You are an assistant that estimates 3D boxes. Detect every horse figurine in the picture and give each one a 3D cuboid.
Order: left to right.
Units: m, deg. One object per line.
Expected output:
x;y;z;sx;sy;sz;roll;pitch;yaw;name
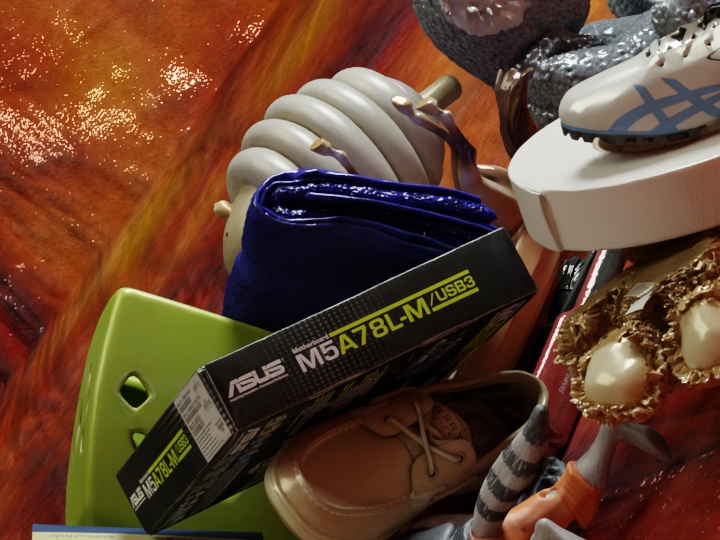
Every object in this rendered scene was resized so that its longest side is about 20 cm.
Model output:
0.040;-0.041;1.727;0.200;0.133;0.050;-29;29;34;horse figurine

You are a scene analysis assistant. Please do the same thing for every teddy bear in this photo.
0.165;0.024;1.456;0.145;0.067;0.200;-34;12;7;teddy bear

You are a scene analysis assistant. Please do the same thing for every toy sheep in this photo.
-0.010;-0.058;1.846;0.200;0.138;0.138;-44;7;-25;toy sheep

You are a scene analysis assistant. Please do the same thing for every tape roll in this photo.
0.175;-0.067;1.526;0.202;0.037;0.203;-19;16;6;tape roll

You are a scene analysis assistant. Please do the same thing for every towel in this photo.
0.000;0.000;1.685;0.200;0.147;0.050;112;169;-66;towel

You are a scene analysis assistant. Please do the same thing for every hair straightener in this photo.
0.115;0.029;1.719;0.077;0.041;0.201;-39;25;53;hair straightener

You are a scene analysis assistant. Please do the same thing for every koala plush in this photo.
0.112;-0.148;1.837;0.184;0.200;0.177;-54;13;6;koala plush

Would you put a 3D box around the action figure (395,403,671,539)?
0.067;0.132;1.507;0.193;0.105;0.200;-37;21;36;action figure

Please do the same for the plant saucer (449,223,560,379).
0.072;0.056;1.756;0.201;0.032;0.200;-63;-1;-2;plant saucer

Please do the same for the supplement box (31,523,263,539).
-0.117;0.263;1.581;0.200;0.133;0.201;-115;28;-75;supplement box

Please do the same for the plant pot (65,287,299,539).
-0.089;0.145;1.771;0.199;0.199;0.182;120;166;-70;plant pot

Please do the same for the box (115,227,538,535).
-0.022;0.062;1.586;0.193;0.048;0.200;-27;-10;-24;box

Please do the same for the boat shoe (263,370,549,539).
0.027;0.092;1.541;0.200;0.072;0.065;-14;-25;-51;boat shoe

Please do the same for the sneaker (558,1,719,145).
0.191;-0.116;1.472;0.199;0.073;0.072;-19;17;10;sneaker
